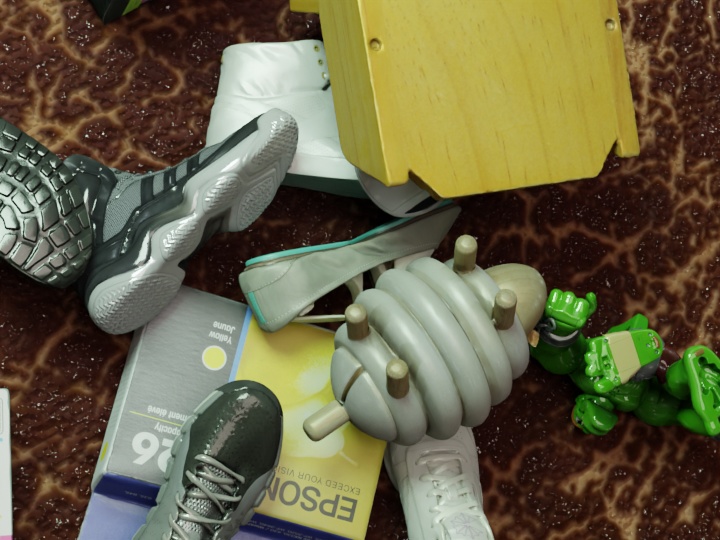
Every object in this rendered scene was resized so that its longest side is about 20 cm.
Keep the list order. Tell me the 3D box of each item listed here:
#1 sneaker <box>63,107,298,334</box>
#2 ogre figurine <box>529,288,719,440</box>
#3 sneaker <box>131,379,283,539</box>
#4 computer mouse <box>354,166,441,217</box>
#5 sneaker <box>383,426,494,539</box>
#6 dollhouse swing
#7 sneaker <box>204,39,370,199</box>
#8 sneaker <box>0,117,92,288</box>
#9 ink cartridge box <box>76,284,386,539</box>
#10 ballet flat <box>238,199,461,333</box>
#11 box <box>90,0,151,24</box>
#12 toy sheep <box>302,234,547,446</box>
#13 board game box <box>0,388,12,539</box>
[{"bbox_3d":[-0.142,-0.059,0.973,0.114,0.076,0.200,39,78,21],"label":"sneaker"},{"bbox_3d":[0.210,0.079,1.064,0.200,0.120,0.098,9,80,-15],"label":"ogre figurine"},{"bbox_3d":[-0.103,0.174,0.905,0.075,0.116,0.200,27,97,-16],"label":"sneaker"},{"bbox_3d":[0.077,-0.100,1.038,0.200,0.044,0.110,-34,85,-40],"label":"computer mouse"},{"bbox_3d":[0.069,0.173,1.007,0.075,0.100,0.200,-5,79,-19],"label":"sneaker"},{"bbox_3d":[0.060,-0.140,1.010,0.200,0.176,0.182,-9,90,-25],"label":"dollhouse swing"},{"bbox_3d":[-0.014,-0.118,1.054,0.200,0.074,0.116,10,79,-15],"label":"sneaker"},{"bbox_3d":[-0.258,-0.061,0.949,0.200,0.088,0.076,46,64,6],"label":"sneaker"},{"bbox_3d":[-0.082,0.128,0.996,0.197,0.047,0.200,18,71,-15],"label":"ink cartridge box"},{"bbox_3d":[0.000,0.000,1.028,0.200,0.067,0.064,-19,89,-35],"label":"ballet flat"},{"bbox_3d":[-0.175,-0.310,1.000,0.124,0.149,0.200,-32,90,-23],"label":"box"},{"bbox_3d":[0.044,0.056,0.964,0.200,0.138,0.138,-28,88,-12],"label":"toy sheep"},{"bbox_3d":[-0.329,0.155,0.897,0.200,0.064,0.148,-1,79,-18],"label":"board game box"}]
